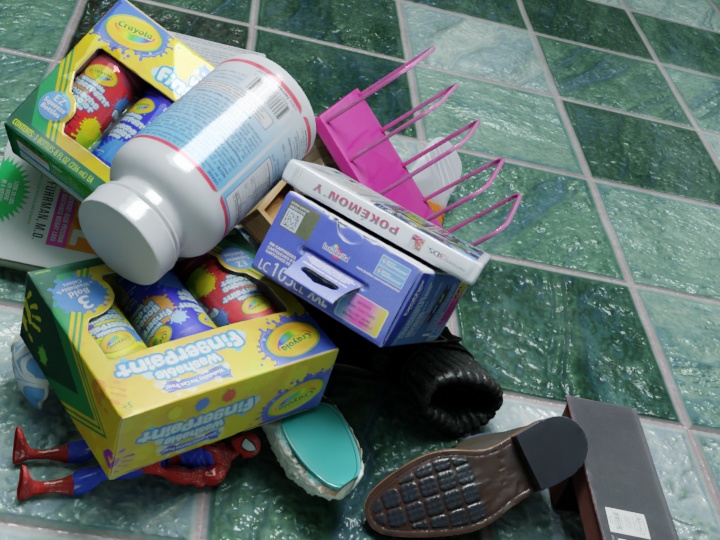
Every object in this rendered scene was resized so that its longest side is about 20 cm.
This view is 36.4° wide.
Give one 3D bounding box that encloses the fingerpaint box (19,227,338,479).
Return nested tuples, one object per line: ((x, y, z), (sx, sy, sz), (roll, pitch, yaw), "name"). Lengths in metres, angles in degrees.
((-0.146, 0.057, 0.886), (0.199, 0.074, 0.167), (-14, 49, -37), "fingerpaint box")

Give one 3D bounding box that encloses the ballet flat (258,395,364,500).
((-0.058, 0.130, 0.948), (0.071, 0.072, 0.200), (-7, 43, -32), "ballet flat")

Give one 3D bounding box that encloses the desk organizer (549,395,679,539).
((0.216, 0.209, 0.951), (0.071, 0.077, 0.201), (11, 35, -10), "desk organizer")

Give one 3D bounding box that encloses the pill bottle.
((-0.132, -0.083, 0.895), (0.108, 0.109, 0.200), (30, 54, 17), "pill bottle")

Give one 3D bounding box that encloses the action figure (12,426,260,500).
((-0.175, 0.148, 0.888), (0.198, 0.052, 0.066), (2, 33, -27), "action figure")

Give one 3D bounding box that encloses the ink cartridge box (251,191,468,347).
((0.000, 0.000, 0.934), (0.136, 0.077, 0.200), (31, 6, 18), "ink cartridge box")

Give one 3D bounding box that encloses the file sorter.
((0.069, -0.118, 1.160), (0.201, 0.125, 0.139), (58, 24, -9), "file sorter")

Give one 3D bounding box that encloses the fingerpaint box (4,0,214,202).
((-0.196, -0.124, 1.020), (0.199, 0.073, 0.167), (37, 70, 2), "fingerpaint box")

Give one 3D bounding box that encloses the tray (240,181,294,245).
((-0.048, -0.077, 1.208), (0.099, 0.037, 0.200), (48, 40, -13), "tray")

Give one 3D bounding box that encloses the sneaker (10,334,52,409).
((-0.205, 0.078, 0.960), (0.199, 0.072, 0.073), (-7, 70, -34), "sneaker")

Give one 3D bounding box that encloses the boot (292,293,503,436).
((0.021, 0.083, 1.037), (0.209, 0.080, 0.158), (-1, 38, -27), "boot")

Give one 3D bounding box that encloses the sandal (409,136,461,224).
((0.062, -0.081, 1.301), (0.079, 0.059, 0.207), (51, 43, -15), "sandal")

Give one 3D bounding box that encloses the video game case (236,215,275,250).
((-0.168, -0.091, 1.227), (0.199, 0.046, 0.181), (31, 37, 18), "video game case")

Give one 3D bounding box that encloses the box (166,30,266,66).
((-0.207, -0.167, 1.180), (0.182, 0.106, 0.201), (13, 36, -6), "box")

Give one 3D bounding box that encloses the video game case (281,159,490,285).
((0.031, -0.044, 0.979), (0.181, 0.023, 0.200), (29, 6, 6), "video game case")

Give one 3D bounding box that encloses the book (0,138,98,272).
((-0.256, -0.053, 1.070), (0.198, 0.048, 0.135), (12, 74, -5), "book")

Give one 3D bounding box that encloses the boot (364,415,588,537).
((0.095, 0.184, 0.957), (0.198, 0.097, 0.075), (-17, 81, -8), "boot")

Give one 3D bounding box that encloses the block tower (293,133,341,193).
((-0.023, -0.067, 1.159), (0.058, 0.054, 0.201), (-18, 81, -50), "block tower")
